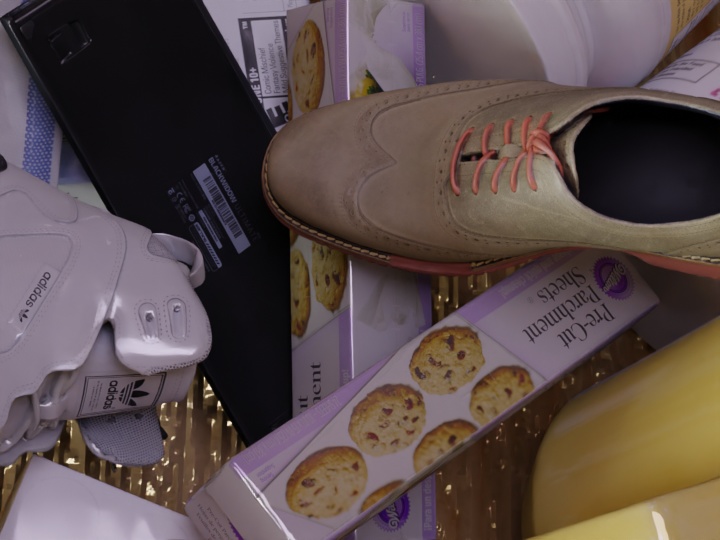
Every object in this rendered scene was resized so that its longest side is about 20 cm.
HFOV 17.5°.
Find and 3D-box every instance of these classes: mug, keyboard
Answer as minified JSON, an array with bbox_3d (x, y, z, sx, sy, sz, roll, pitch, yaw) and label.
[{"bbox_3d":[0.126,0.075,0.812,0.186,0.153,0.150,30,55,-34],"label":"mug"},{"bbox_3d":[-0.072,-0.009,0.848,0.127,0.021,0.201,-38,106,-31],"label":"keyboard"}]

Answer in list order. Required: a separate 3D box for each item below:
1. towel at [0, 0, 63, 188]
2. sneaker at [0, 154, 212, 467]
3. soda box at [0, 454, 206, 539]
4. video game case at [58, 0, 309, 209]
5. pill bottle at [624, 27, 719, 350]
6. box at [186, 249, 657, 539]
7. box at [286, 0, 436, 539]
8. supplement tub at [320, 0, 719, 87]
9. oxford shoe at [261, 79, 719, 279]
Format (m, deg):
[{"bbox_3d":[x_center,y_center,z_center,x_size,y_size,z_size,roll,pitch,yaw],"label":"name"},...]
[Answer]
[{"bbox_3d":[-0.195,-0.041,0.799,0.199,0.024,0.148,8,80,-30],"label":"towel"},{"bbox_3d":[-0.112,0.042,0.732,0.114,0.075,0.200,18,46,-9],"label":"sneaker"},{"bbox_3d":[-0.036,0.136,0.795,0.199,0.064,0.068,23,65,-5],"label":"soda box"},{"bbox_3d":[-0.115,-0.118,0.911,0.180,0.045,0.201,-4,71,-15],"label":"video game case"},{"bbox_3d":[0.185,-0.057,0.919,0.200,0.113,0.113,-36,80,-23],"label":"pill bottle"},{"bbox_3d":[0.025,0.044,0.807,0.200,0.039,0.042,-31,81,-40],"label":"box"},{"bbox_3d":[0.000,0.000,0.861,0.039,0.041,0.201,2,85,-36],"label":"box"},{"bbox_3d":[0.089,-0.155,0.918,0.145,0.145,0.200,43,67,6],"label":"supplement tub"},{"bbox_3d":[0.057,-0.039,0.787,0.199,0.075,0.071,1,76,15],"label":"oxford shoe"}]
